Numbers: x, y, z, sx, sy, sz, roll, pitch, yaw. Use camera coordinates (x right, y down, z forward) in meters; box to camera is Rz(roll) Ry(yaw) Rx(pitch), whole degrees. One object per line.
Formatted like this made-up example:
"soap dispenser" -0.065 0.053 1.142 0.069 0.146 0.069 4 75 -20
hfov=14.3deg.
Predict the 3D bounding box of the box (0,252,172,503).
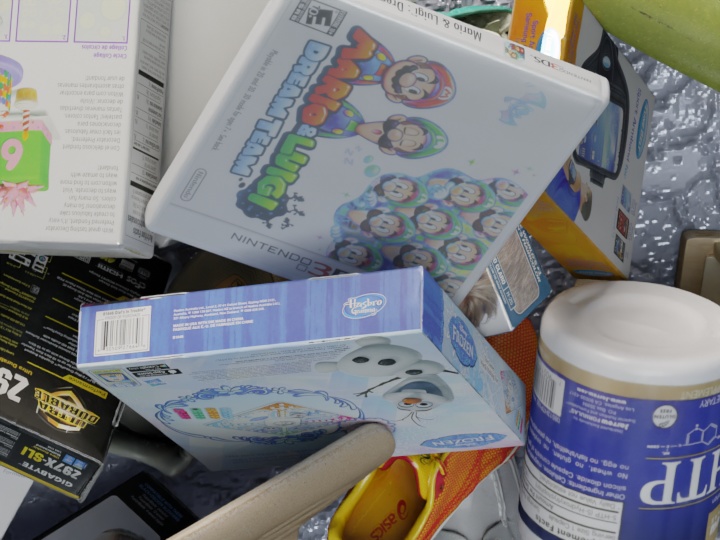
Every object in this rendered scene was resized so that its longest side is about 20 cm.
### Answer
"box" -0.221 0.022 1.639 0.200 0.160 0.049 25 139 -11

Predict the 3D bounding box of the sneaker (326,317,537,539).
"sneaker" 0.051 0.108 1.746 0.073 0.077 0.200 29 74 12

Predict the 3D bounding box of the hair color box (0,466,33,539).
"hair color box" -0.265 0.131 1.703 0.109 0.065 0.200 17 133 -16

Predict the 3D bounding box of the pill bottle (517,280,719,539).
"pill bottle" 0.154 0.119 1.674 0.119 0.120 0.200 1 114 -10

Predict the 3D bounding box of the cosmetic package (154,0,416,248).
"cosmetic package" -0.077 -0.120 1.639 0.200 0.081 0.113 -44 87 12

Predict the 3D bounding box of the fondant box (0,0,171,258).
"fondant box" -0.183 -0.110 1.585 0.144 0.058 0.200 2 82 15

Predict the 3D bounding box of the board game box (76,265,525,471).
"board game box" -0.029 0.059 1.612 0.200 0.043 0.199 -6 157 18

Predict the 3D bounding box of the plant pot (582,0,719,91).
"plant pot" 0.201 -0.187 1.633 0.200 0.187 0.187 14 111 0

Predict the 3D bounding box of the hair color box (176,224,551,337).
"hair color box" 0.000 0.000 1.671 0.200 0.061 0.100 -15 105 33

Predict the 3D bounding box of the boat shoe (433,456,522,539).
"boat shoe" 0.071 0.189 1.818 0.072 0.069 0.200 -2 110 -7

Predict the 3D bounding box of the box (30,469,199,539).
"box" -0.186 0.222 1.734 0.200 0.060 0.117 -31 140 -25

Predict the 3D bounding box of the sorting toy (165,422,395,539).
"sorting toy" -0.085 0.161 1.662 0.185 0.200 0.037 -29 78 -29

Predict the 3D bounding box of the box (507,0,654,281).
"box" 0.127 -0.072 1.655 0.041 0.200 0.119 4 75 24

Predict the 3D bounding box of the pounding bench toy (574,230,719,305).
"pounding bench toy" 0.232 0.062 1.744 0.200 0.156 0.125 2 113 -10

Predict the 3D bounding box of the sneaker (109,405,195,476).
"sneaker" -0.173 0.056 1.710 0.200 0.092 0.076 27 107 -18

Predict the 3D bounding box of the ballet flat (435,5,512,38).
"ballet flat" 0.056 -0.120 1.618 0.070 0.200 0.068 -8 98 21

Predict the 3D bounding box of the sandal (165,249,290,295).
"sandal" -0.055 -0.012 1.625 0.080 0.054 0.200 49 124 8

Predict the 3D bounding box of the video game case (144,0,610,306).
"video game case" 0.006 -0.061 1.520 0.182 0.024 0.200 20 133 -17
